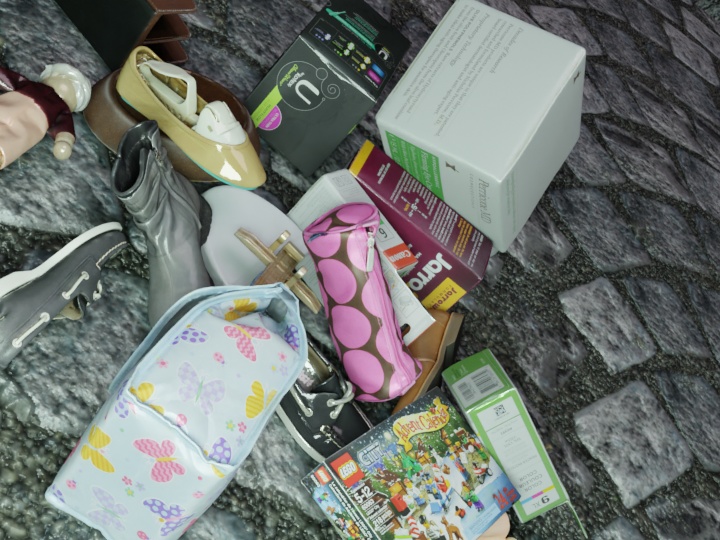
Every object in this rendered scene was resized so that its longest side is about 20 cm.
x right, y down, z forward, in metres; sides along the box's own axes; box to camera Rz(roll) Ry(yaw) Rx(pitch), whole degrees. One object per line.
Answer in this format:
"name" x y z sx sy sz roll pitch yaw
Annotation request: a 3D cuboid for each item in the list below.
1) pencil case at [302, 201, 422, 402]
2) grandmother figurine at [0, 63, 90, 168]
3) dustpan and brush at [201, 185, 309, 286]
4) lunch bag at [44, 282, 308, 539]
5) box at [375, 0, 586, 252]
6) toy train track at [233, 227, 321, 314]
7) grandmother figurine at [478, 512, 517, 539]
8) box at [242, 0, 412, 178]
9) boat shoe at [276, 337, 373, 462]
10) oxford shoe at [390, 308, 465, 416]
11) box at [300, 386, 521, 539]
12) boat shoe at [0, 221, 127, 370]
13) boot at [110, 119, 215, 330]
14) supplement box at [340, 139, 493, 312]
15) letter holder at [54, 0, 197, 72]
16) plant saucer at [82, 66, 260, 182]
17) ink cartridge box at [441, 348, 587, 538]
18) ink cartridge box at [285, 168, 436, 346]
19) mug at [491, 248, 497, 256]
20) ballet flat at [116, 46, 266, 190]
"pencil case" 0.006 0.035 1.067 0.091 0.094 0.200 -34 115 -39
"grandmother figurine" -0.327 -0.152 1.020 0.121 0.061 0.200 50 31 -10
"dustpan and brush" -0.159 -0.061 1.120 0.200 0.057 0.140 52 44 -1
"lunch bag" -0.139 0.109 0.853 0.127 0.170 0.200 40 38 -1
"box" 0.147 -0.170 1.258 0.171 0.199 0.200 28 74 19
"toy train track" -0.079 0.003 1.017 0.115 0.033 0.200 44 19 -6
"grandmother figurine" 0.069 0.256 1.013 0.200 0.061 0.121 8 40 -45
"box" -0.043 -0.243 1.332 0.124 0.149 0.200 39 35 -10
"boat shoe" -0.044 0.116 1.023 0.200 0.060 0.074 48 35 5
"oxford shoe" 0.058 0.113 1.160 0.071 0.071 0.200 15 37 10
"box" 0.052 0.201 0.971 0.137 0.038 0.200 53 36 10
"boat shoe" -0.260 0.018 0.907 0.060 0.074 0.200 49 31 -2
"boot" -0.191 -0.034 0.978 0.132 0.070 0.200 62 12 -49
"supplement box" 0.043 -0.040 1.244 0.200 0.110 0.086 38 35 -9
"letter holder" -0.277 -0.343 1.242 0.200 0.101 0.142 51 33 9
"plant saucer" -0.200 -0.170 1.154 0.200 0.035 0.200 18 36 -13
"ink cartridge box" 0.162 0.193 1.111 0.200 0.059 0.104 62 1 -20
"ink cartridge box" 0.000 0.000 1.160 0.200 0.109 0.050 52 34 10
"mug" 0.164 -0.131 1.427 0.186 0.153 0.150 35 36 -13
"ballet flat" -0.171 -0.158 1.071 0.200 0.063 0.069 37 37 15
